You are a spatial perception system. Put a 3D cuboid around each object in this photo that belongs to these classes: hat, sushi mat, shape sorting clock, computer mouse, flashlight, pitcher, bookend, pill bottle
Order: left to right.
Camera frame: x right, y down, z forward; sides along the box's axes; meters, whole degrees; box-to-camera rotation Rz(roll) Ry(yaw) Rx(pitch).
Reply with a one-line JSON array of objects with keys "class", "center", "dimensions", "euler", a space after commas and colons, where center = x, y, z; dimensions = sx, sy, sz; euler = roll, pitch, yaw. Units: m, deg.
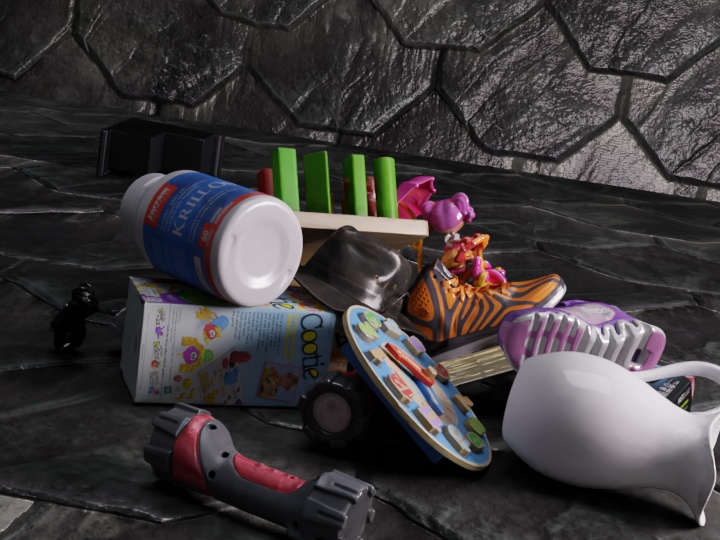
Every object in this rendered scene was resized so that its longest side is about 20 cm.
[{"class": "computer mouse", "center": [-0.233, 0.061, 1.377], "dimensions": [0.198, 0.110, 0.044], "euler": [6, 54, -34]}, {"class": "bookend", "center": [-0.385, -0.225, 2.471], "dimensions": [0.197, 0.093, 0.199], "euler": [11, 15, 5]}, {"class": "pill bottle", "center": [-0.160, -0.040, 1.295], "dimensions": [0.111, 0.114, 0.199], "euler": [-4, 16, -43]}, {"class": "flashlight", "center": [-0.081, 0.165, 1.029], "dimensions": [0.198, 0.069, 0.068], "euler": [14, 19, 28]}, {"class": "flashlight", "center": [-0.005, 0.115, 1.265], "dimensions": [0.068, 0.068, 0.200], "euler": [45, 16, 1]}, {"class": "hat", "center": [0.000, 0.000, 1.371], "dimensions": [0.199, 0.082, 0.201], "euler": [27, 6, -3]}, {"class": "shape sorting clock", "center": [0.057, 0.109, 1.218], "dimensions": [0.200, 0.039, 0.201], "euler": [41, 19, -17]}, {"class": "sushi mat", "center": [0.128, 0.104, 1.387], "dimensions": [0.197, 0.012, 0.096], "euler": [-15, 14, -4]}, {"class": "pitcher", "center": [0.248, 0.134, 1.201], "dimensions": [0.198, 0.122, 0.172], "euler": [16, 45, 19]}]

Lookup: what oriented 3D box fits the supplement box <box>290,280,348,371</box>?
[{"class": "supplement box", "center": [-0.063, 0.058, 1.492], "dimensions": [0.124, 0.075, 0.200], "euler": [5, 13, -13]}]

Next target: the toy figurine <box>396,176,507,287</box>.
[{"class": "toy figurine", "center": [0.098, -0.025, 1.566], "dimensions": [0.198, 0.187, 0.150], "euler": [-11, 5, 24]}]

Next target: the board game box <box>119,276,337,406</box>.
[{"class": "board game box", "center": [-0.138, 0.073, 1.308], "dimensions": [0.197, 0.106, 0.103], "euler": [4, 13, -20]}]

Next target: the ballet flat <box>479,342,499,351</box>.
[{"class": "ballet flat", "center": [0.168, 0.087, 1.564], "dimensions": [0.068, 0.070, 0.200], "euler": [7, 9, -4]}]

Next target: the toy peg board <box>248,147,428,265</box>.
[{"class": "toy peg board", "center": [-0.054, -0.070, 1.495], "dimensions": [0.198, 0.099, 0.199], "euler": [3, -13, -28]}]

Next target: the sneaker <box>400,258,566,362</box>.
[{"class": "sneaker", "center": [0.130, 0.029, 1.459], "dimensions": [0.198, 0.113, 0.078], "euler": [-27, 5, 6]}]

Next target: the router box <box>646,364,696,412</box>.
[{"class": "router box", "center": [0.264, 0.142, 1.361], "dimensions": [0.148, 0.063, 0.199], "euler": [13, 13, 24]}]

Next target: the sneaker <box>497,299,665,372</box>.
[{"class": "sneaker", "center": [0.215, 0.066, 1.306], "dimensions": [0.198, 0.081, 0.089], "euler": [6, 27, -32]}]
